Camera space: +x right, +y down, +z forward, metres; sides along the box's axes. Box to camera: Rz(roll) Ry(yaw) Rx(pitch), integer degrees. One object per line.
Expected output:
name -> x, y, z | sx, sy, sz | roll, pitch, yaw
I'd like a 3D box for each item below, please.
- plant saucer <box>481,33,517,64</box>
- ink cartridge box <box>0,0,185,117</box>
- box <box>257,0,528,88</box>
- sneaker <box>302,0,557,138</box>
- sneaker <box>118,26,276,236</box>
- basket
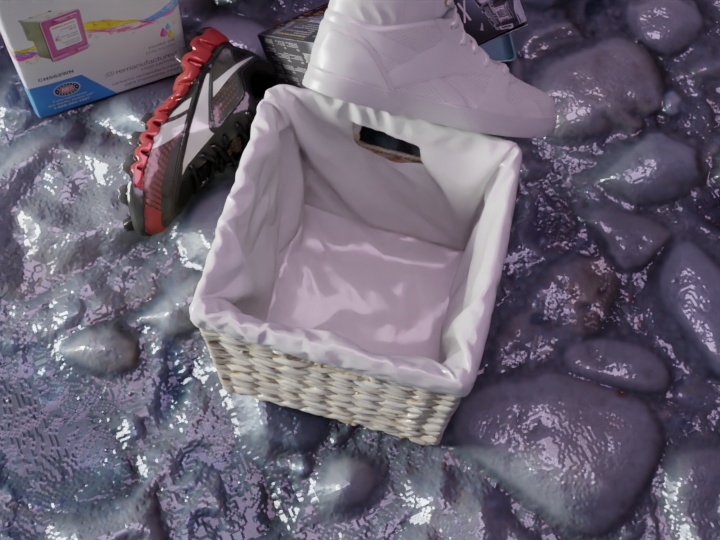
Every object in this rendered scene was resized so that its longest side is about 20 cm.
plant saucer -> 0.095, -0.273, 1.005 | 0.069, 0.019, 0.201 | -5, 65, -5
ink cartridge box -> -0.228, -0.230, 0.867 | 0.144, 0.200, 0.085 | -21, 67, -12
box -> 0.019, -0.199, 0.879 | 0.157, 0.200, 0.050 | -28, 113, -15
sneaker -> 0.067, -0.164, 0.756 | 0.199, 0.074, 0.116 | 9, 106, -24
sneaker -> -0.128, -0.111, 0.888 | 0.097, 0.071, 0.201 | 18, 64, 8
basket -> 0.000, 0.000, 0.793 | 0.197, 0.161, 0.201 | 14, 66, 4
